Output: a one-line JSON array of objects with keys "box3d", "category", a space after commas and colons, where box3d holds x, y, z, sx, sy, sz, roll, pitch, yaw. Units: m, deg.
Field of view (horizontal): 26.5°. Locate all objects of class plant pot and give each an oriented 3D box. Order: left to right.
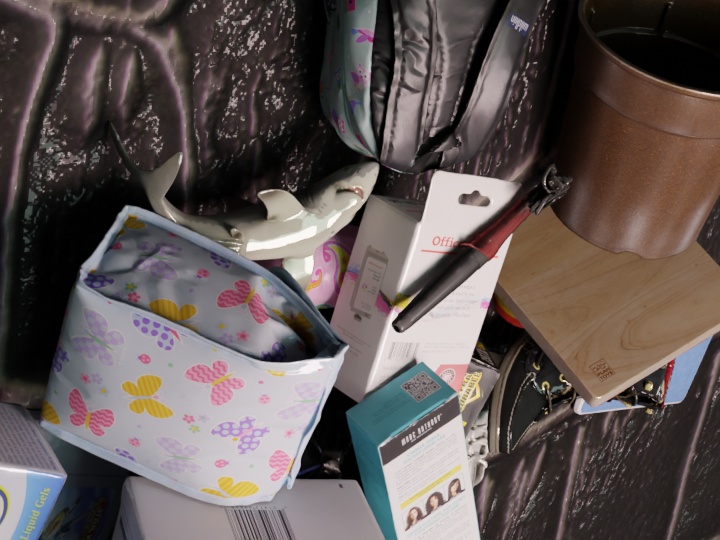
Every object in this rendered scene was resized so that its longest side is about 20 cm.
[{"box3d": [0.268, -0.132, 1.400, 0.199, 0.200, 0.199, -16, 137, -33], "category": "plant pot"}]

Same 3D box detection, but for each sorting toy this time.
[{"box3d": [0.232, 0.021, 1.476, 0.199, 0.199, 0.070, -28, 154, -23], "category": "sorting toy"}]

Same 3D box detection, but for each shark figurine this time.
[{"box3d": [-0.103, -0.047, 1.198, 0.213, 0.090, 0.129, 4, 119, -31], "category": "shark figurine"}]

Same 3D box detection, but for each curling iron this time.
[{"box3d": [0.096, -0.020, 1.218, 0.200, 0.026, 0.050, -40, 169, -17], "category": "curling iron"}]

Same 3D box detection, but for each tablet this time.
[{"box3d": [0.329, 0.101, 1.745, 0.199, 0.014, 0.131, -1, 119, -42], "category": "tablet"}]

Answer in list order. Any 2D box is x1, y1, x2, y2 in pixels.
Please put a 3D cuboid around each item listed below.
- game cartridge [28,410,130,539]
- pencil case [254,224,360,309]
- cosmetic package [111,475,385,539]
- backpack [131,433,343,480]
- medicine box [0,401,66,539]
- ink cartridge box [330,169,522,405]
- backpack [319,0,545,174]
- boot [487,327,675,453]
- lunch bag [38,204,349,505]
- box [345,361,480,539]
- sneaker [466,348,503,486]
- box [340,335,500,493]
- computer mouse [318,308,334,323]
[{"box3d": [-0.269, 0.210, 1.276, 0.133, 0.042, 0.201, 11, 111, -41], "category": "game cartridge"}, {"box3d": [0.000, 0.000, 1.325, 0.199, 0.087, 0.088, 7, 115, -45], "category": "pencil case"}, {"box3d": [-0.099, 0.279, 1.204, 0.198, 0.123, 0.201, 4, 121, -24], "category": "cosmetic package"}, {"box3d": [-0.102, 0.230, 1.343, 0.182, 0.147, 0.201, -20, 126, -13], "category": "backpack"}, {"box3d": [-0.349, 0.185, 1.119, 0.199, 0.103, 0.183, 16, 108, -40], "category": "medicine box"}, {"box3d": [0.050, 0.007, 1.263, 0.116, 0.067, 0.201, 4, 109, -45], "category": "ink cartridge box"}, {"box3d": [0.045, -0.179, 1.196, 0.166, 0.127, 0.201, -2, 111, -25], "category": "backpack"}, {"box3d": [0.216, 0.113, 1.493, 0.204, 0.153, 0.074, -56, 152, -46], "category": "boot"}, {"box3d": [-0.121, 0.073, 1.153, 0.127, 0.199, 0.170, -61, 174, -50], "category": "lunch bag"}, {"box3d": [0.046, 0.175, 1.278, 0.082, 0.049, 0.201, -31, 137, -20], "category": "box"}, {"box3d": [0.100, 0.172, 1.538, 0.074, 0.087, 0.201, 15, 107, -44], "category": "sneaker"}, {"box3d": [0.049, 0.138, 1.414, 0.049, 0.160, 0.201, 23, 105, -17], "category": "box"}, {"box3d": [-0.077, 0.068, 1.325, 0.199, 0.053, 0.139, -7, 143, -32], "category": "computer mouse"}]
